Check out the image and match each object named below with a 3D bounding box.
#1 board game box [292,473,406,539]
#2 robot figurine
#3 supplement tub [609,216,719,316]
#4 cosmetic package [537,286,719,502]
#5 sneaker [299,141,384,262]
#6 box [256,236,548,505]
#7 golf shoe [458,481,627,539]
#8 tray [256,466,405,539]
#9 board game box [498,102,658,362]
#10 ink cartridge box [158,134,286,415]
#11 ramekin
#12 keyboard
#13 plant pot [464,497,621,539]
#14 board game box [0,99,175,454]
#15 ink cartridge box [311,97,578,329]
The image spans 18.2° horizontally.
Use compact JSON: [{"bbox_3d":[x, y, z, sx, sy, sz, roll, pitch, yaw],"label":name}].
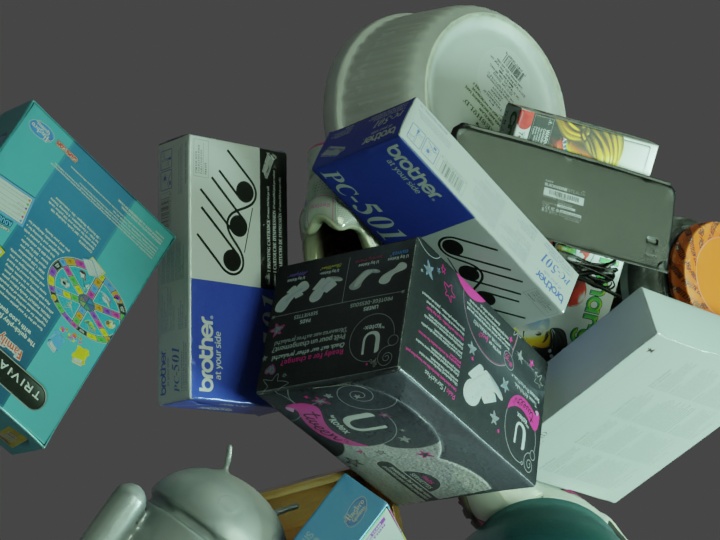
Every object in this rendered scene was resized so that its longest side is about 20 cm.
[{"bbox_3d":[-0.024,0.243,1.612,0.153,0.040,0.200,-51,158,-13],"label":"board game box"},{"bbox_3d":[-0.129,0.220,1.569,0.200,0.113,0.170,-51,124,-13],"label":"robot figurine"},{"bbox_3d":[0.230,0.024,1.882,0.122,0.200,0.123,10,75,-38],"label":"supplement tub"},{"bbox_3d":[0.213,0.103,1.797,0.151,0.200,0.052,17,44,-39],"label":"cosmetic package"},{"bbox_3d":[0.000,0.000,1.747,0.200,0.081,0.088,61,36,-32],"label":"sneaker"},{"bbox_3d":[0.034,0.082,1.685,0.200,0.132,0.115,44,45,-43],"label":"box"},{"bbox_3d":[0.165,0.206,1.859,0.200,0.092,0.073,38,61,-26],"label":"golf shoe"},{"bbox_3d":[-0.052,0.213,1.710,0.200,0.037,0.099,-11,88,-41],"label":"tray"},{"bbox_3d":[0.150,-0.022,1.792,0.126,0.035,0.200,13,98,-21],"label":"board game box"},{"bbox_3d":[-0.103,0.004,1.697,0.094,0.044,0.200,9,75,-39],"label":"ink cartridge box"},{"bbox_3d":[0.077,-0.124,1.849,0.200,0.105,0.201,10,73,-38],"label":"ramekin"},{"bbox_3d":[0.149,-0.041,1.758,0.200,0.040,0.104,15,73,-18],"label":"keyboard"},{"bbox_3d":[0.143,0.270,1.742,0.200,0.200,0.188,62,14,-12],"label":"plant pot"},{"bbox_3d":[-0.239,0.004,1.589,0.151,0.047,0.200,45,55,-23],"label":"board game box"},{"bbox_3d":[0.064,-0.036,1.679,0.200,0.094,0.044,46,48,-24],"label":"ink cartridge box"}]
